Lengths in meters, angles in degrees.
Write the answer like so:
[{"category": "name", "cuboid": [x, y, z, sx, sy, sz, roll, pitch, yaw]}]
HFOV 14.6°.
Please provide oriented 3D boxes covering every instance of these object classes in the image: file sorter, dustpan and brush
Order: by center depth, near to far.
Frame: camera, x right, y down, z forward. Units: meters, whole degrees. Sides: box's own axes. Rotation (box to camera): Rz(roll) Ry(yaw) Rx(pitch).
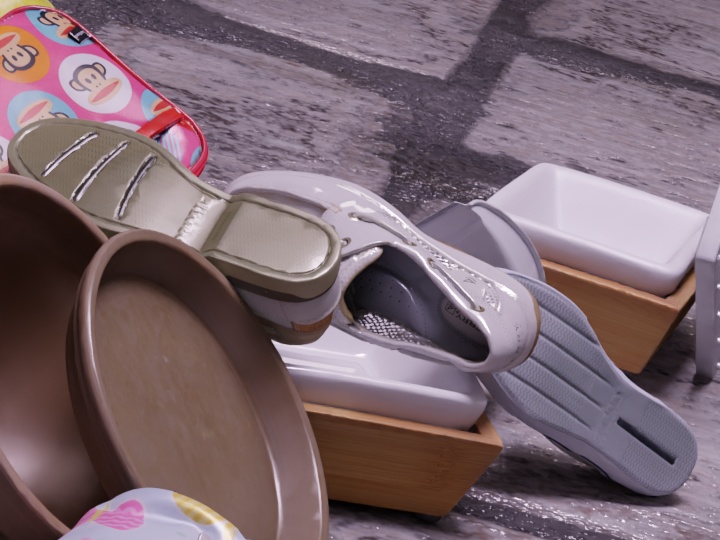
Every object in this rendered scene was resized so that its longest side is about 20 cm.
[{"category": "dustpan and brush", "cuboid": [0.075, 0.033, 1.715, 0.200, 0.139, 0.057, 46, 33, -25]}, {"category": "file sorter", "cuboid": [0.295, -0.013, 1.822, 0.124, 0.139, 0.200, 17, -20, 13]}]

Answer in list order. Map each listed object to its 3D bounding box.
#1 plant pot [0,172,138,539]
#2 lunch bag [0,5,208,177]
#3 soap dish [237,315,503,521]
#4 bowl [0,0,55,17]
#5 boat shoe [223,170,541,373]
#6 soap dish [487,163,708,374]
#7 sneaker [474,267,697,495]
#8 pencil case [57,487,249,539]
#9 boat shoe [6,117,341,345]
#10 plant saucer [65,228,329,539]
[{"category": "plant pot", "cuboid": [-0.172, 0.063, 1.347, 0.092, 0.202, 0.201, -24, 2, 22]}, {"category": "lunch bag", "cuboid": [-0.184, -0.041, 1.570, 0.176, 0.082, 0.200, 41, 48, 6]}, {"category": "soap dish", "cuboid": [-0.020, 0.063, 1.570, 0.156, 0.082, 0.200, 10, 17, -16]}, {"category": "bowl", "cuboid": [-0.280, -0.106, 1.777, 0.199, 0.201, 0.108, 20, 46, 19]}, {"category": "boat shoe", "cuboid": [0.000, 0.000, 1.524, 0.199, 0.071, 0.069, 22, 17, 18]}, {"category": "soap dish", "cuboid": [0.156, -0.003, 1.910, 0.156, 0.082, 0.200, 18, 17, 12]}, {"category": "sneaker", "cuboid": [0.111, 0.067, 1.621, 0.200, 0.073, 0.071, 44, -18, -31]}, {"category": "pencil case", "cuboid": [-0.113, 0.157, 1.179, 0.090, 0.084, 0.200, 2, 13, 19]}, {"category": "boat shoe", "cuboid": [-0.103, -0.015, 1.492, 0.199, 0.069, 0.075, 25, 51, 19]}, {"category": "plant saucer", "cuboid": [-0.082, 0.076, 1.372, 0.029, 0.201, 0.200, -26, 0, 24]}]
